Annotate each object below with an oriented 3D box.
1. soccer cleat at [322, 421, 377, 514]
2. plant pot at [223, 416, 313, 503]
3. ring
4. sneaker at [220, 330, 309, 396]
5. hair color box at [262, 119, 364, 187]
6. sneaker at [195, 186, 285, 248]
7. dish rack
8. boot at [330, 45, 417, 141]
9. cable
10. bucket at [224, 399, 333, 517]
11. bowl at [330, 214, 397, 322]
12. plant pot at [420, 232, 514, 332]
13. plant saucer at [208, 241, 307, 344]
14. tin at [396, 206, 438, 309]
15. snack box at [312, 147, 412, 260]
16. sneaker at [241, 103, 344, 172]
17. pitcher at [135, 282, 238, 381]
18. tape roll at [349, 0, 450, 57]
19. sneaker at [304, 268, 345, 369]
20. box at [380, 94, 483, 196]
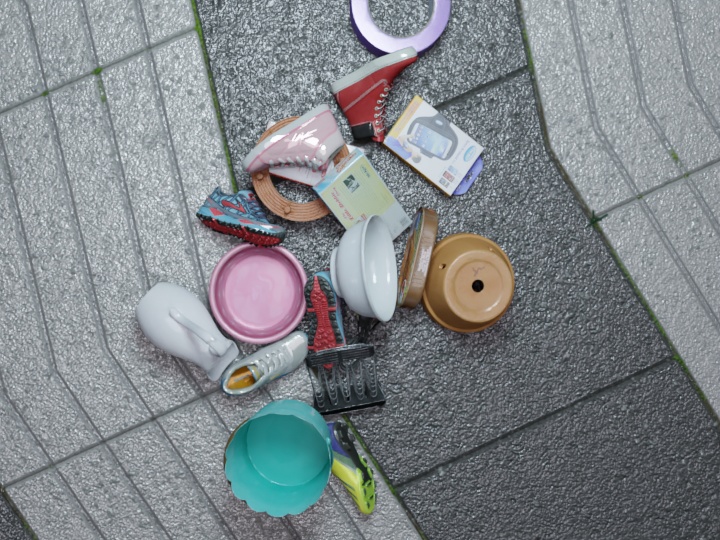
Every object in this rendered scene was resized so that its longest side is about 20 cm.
[{"bbox_3d":[-0.030,0.400,1.709,0.083,0.065,0.203,-20,98,27],"label":"soccer cleat"},{"bbox_3d":[-0.180,0.388,1.692,0.196,0.027,0.204,0,94,4],"label":"plant pot"},{"bbox_3d":[-0.114,-0.197,1.635,0.196,0.019,0.205,0,94,-2],"label":"ring"},{"bbox_3d":[-0.185,0.189,1.672,0.198,0.081,0.077,-32,92,-4],"label":"sneaker"},{"bbox_3d":[-0.099,-0.219,1.674,0.197,0.061,0.103,17,91,-3],"label":"hair color box"},{"bbox_3d":[-0.224,-0.113,1.635,0.197,0.079,0.097,19,73,22],"label":"sneaker"},{"bbox_3d":[-0.031,0.210,1.638,0.151,0.201,0.055,-11,56,-3],"label":"dish rack"},{"bbox_3d":[0.048,-0.336,1.644,0.198,0.072,0.146,-22,95,35],"label":"boot"},{"bbox_3d":[0.012,0.112,1.711,0.095,0.050,0.204,12,102,-6],"label":"cable"},{"bbox_3d":[-0.146,0.349,1.604,0.203,0.135,0.211,0,96,5],"label":"bucket"},{"bbox_3d":[0.000,0.000,1.601,0.089,0.201,0.205,-6,93,19],"label":"bowl"},{"bbox_3d":[0.217,0.028,1.666,0.196,0.140,0.204,0,93,-4],"label":"plant pot"},{"bbox_3d":[-0.200,0.043,1.680,0.196,0.051,0.205,0,90,-3],"label":"plant saucer"},{"bbox_3d":[0.112,-0.023,1.670,0.041,0.112,0.204,13,91,-4],"label":"tin"},{"bbox_3d":[0.006,-0.126,1.647,0.116,0.037,0.201,-41,127,-3],"label":"snack box"},{"bbox_3d":[-0.119,-0.217,1.586,0.199,0.075,0.106,-33,90,-5],"label":"sneaker"},{"bbox_3d":[-0.330,0.108,1.608,0.199,0.172,0.122,39,69,5],"label":"pitcher"},{"bbox_3d":[0.077,-0.523,1.675,0.196,0.066,0.204,0,92,-5],"label":"tape roll"},{"bbox_3d":[-0.054,0.094,1.667,0.078,0.095,0.204,6,112,21],"label":"sneaker"},{"bbox_3d":[0.154,-0.243,1.702,0.199,0.041,0.120,37,89,-2],"label":"box"}]
